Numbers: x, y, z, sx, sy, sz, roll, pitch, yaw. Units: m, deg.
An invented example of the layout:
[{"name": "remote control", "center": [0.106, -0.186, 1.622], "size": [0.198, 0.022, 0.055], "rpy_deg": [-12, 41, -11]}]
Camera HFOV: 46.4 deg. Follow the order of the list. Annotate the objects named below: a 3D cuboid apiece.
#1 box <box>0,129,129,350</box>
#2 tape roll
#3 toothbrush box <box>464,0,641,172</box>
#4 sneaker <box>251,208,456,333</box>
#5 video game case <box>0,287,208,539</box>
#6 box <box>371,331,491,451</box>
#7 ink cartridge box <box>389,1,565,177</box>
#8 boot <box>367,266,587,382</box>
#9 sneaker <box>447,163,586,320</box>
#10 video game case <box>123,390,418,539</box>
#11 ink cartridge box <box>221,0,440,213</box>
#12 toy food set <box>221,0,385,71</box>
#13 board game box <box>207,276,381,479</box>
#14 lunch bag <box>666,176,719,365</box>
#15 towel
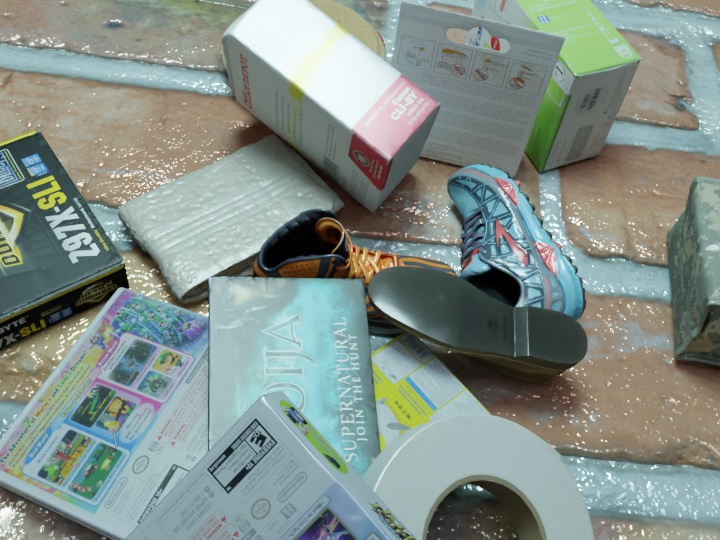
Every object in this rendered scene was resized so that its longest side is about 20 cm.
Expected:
[{"name": "box", "center": [-0.335, -0.030, 0.794], "size": [0.159, 0.049, 0.200], "rpy_deg": [-26, 61, -25]}, {"name": "tape roll", "center": [0.086, 0.209, 0.628], "size": [0.202, 0.037, 0.204], "rpy_deg": [7, 71, -21]}, {"name": "toothbrush box", "center": [0.205, -0.237, 0.946], "size": [0.086, 0.146, 0.200], "rpy_deg": [-16, 58, -16]}, {"name": "sneaker", "center": [0.000, 0.000, 0.771], "size": [0.199, 0.112, 0.078], "rpy_deg": [-5, 55, -10]}, {"name": "video game case", "center": [-0.182, 0.116, 0.698], "size": [0.181, 0.024, 0.200], "rpy_deg": [17, 55, 20]}, {"name": "box", "center": [0.002, 0.148, 0.705], "size": [0.200, 0.048, 0.117], "rpy_deg": [-30, 63, -27]}, {"name": "ink cartridge box", "center": [0.107, -0.191, 0.867], "size": [0.162, 0.200, 0.050], "rpy_deg": [13, 53, 3]}, {"name": "boot", "center": [0.095, 0.057, 0.753], "size": [0.199, 0.076, 0.074], "rpy_deg": [19, 57, -6]}, {"name": "sneaker", "center": [0.132, -0.024, 0.825], "size": [0.095, 0.079, 0.200], "rpy_deg": [-22, 59, -19]}, {"name": "video game case", "center": [-0.065, 0.216, 0.565], "size": [0.200, 0.045, 0.181], "rpy_deg": [-46, 77, 8]}, {"name": "ink cartridge box", "center": [-0.032, -0.169, 0.838], "size": [0.200, 0.145, 0.083], "rpy_deg": [39, 76, 5]}, {"name": "toy food set", "center": [-0.062, -0.251, 0.986], "size": [0.200, 0.049, 0.198], "rpy_deg": [33, 57, 17]}, {"name": "board game box", "center": [-0.056, 0.098, 0.674], "size": [0.135, 0.028, 0.201], "rpy_deg": [1, 59, -13]}, {"name": "lunch bag", "center": [0.411, 0.010, 0.809], "size": [0.199, 0.118, 0.164], "rpy_deg": [8, 53, 5]}, {"name": "towel", "center": [-0.128, -0.057, 0.847], "size": [0.200, 0.035, 0.133], "rpy_deg": [-29, 60, -25]}]
